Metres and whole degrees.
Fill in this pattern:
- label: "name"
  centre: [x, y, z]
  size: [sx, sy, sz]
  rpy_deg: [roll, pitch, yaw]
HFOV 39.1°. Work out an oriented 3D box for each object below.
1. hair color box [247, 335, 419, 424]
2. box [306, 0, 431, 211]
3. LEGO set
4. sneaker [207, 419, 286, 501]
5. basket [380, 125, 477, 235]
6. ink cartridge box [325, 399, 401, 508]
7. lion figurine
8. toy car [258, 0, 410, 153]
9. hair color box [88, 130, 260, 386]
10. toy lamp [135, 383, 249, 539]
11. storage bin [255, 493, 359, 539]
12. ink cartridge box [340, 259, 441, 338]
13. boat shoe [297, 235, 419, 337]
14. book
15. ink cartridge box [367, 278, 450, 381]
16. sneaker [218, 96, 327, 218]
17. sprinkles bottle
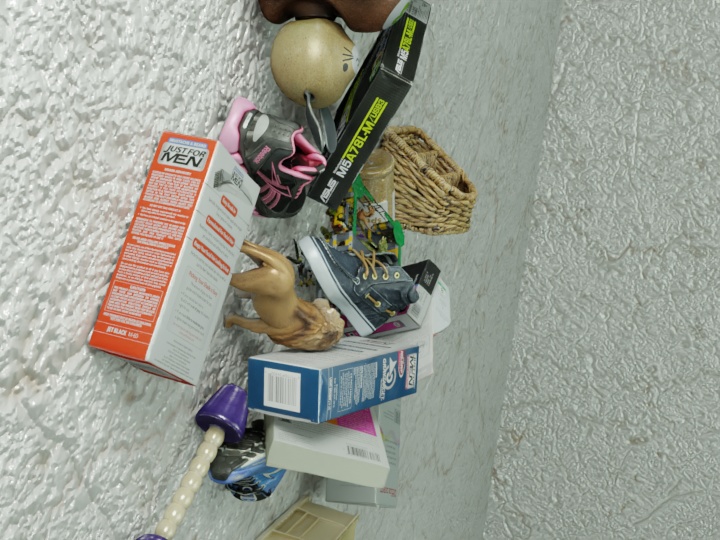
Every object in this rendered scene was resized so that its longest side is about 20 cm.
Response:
- label: "hair color box"
  centre: [-0.026, 0.119, 1.136]
  size: [0.200, 0.100, 0.061]
  rpy_deg: [-7, 101, -55]
- label: "box"
  centre: [0.011, -0.199, 1.178]
  size: [0.193, 0.047, 0.201]
  rpy_deg: [-54, -166, 38]
- label: "LEGO set"
  centre: [-0.029, -0.030, 1.304]
  size: [0.200, 0.115, 0.155]
  rpy_deg: [37, 46, -58]
- label: "sneaker"
  centre: [-0.123, 0.230, 1.179]
  size: [0.200, 0.078, 0.090]
  rpy_deg: [11, 88, -73]
- label: "basket"
  centre: [0.112, -0.141, 1.573]
  size: [0.200, 0.142, 0.150]
  rpy_deg: [-19, 121, -71]
- label: "ink cartridge box"
  centre: [0.007, 0.256, 1.543]
  size: [0.146, 0.082, 0.201]
  rpy_deg: [47, 45, -70]
- label: "lion figurine"
  centre: [-0.091, 0.025, 1.062]
  size: [0.200, 0.122, 0.073]
  rpy_deg: [64, 41, -63]
- label: "toy car"
  centre: [-0.027, -0.217, 1.005]
  size: [0.164, 0.157, 0.201]
  rpy_deg: [-31, 122, -80]
- label: "hair color box"
  centre: [-0.162, -0.009, 0.911]
  size: [0.111, 0.064, 0.201]
  rpy_deg: [51, 54, -67]
- label: "toy lamp"
  centre: [-0.169, 0.207, 1.049]
  size: [0.058, 0.058, 0.201]
  rpy_deg: [81, 26, -50]
- label: "storage bin"
  centre: [-0.087, 0.452, 1.425]
  size: [0.198, 0.093, 0.201]
  rpy_deg: [-21, 122, -69]
- label: "ink cartridge box"
  centre: [0.017, 0.049, 1.389]
  size: [0.037, 0.199, 0.095]
  rpy_deg: [43, 52, -25]
- label: "boat shoe"
  centre: [0.000, 0.000, 1.184]
  size: [0.091, 0.071, 0.200]
  rpy_deg: [-33, 146, 4]
- label: "book"
  centre: [-0.043, 0.172, 1.170]
  size: [0.200, 0.133, 0.048]
  rpy_deg: [-107, -147, -70]
- label: "ink cartridge box"
  centre: [0.046, 0.110, 1.349]
  size: [0.050, 0.161, 0.201]
  rpy_deg: [43, 29, -29]
- label: "sneaker"
  centre: [-0.078, -0.105, 1.066]
  size: [0.200, 0.095, 0.079]
  rpy_deg: [62, 42, -67]
- label: "sprinkles bottle"
  centre: [0.016, -0.073, 1.438]
  size: [0.068, 0.068, 0.201]
  rpy_deg: [-59, 154, -47]
